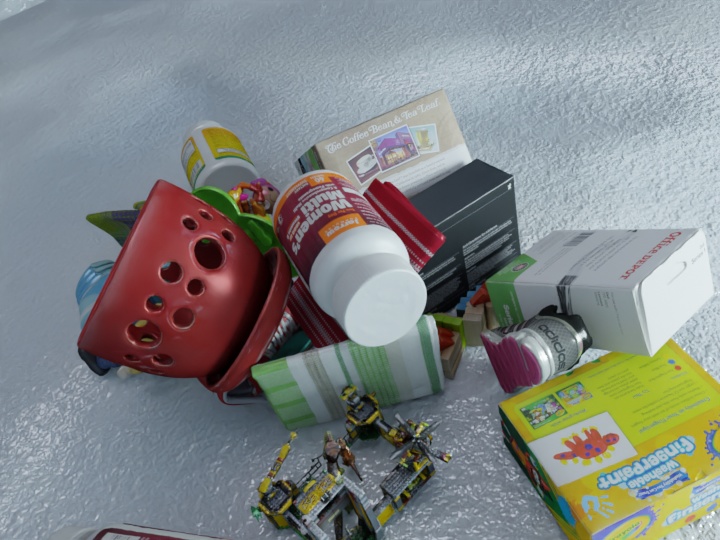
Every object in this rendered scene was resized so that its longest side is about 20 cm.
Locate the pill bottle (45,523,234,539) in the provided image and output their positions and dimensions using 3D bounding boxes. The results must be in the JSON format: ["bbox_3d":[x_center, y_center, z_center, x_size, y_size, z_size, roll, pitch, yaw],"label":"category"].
[{"bbox_3d":[-0.202,0.302,0.675,0.198,0.115,0.115,1,42,19],"label":"pill bottle"}]

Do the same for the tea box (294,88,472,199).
[{"bbox_3d":[0.029,-0.147,1.043,0.199,0.135,0.197,-25,6,-10],"label":"tea box"}]

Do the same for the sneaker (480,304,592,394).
[{"bbox_3d":[0.189,0.082,0.774,0.087,0.200,0.074,-23,83,-6],"label":"sneaker"}]

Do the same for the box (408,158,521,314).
[{"bbox_3d":[0.110,-0.033,0.943,0.199,0.142,0.079,-31,43,-20],"label":"box"}]

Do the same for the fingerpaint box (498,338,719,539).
[{"bbox_3d":[0.265,0.170,0.713,0.199,0.074,0.167,-23,40,-9],"label":"fingerpaint box"}]

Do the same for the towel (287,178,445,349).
[{"bbox_3d":[0.000,0.000,0.848,0.200,0.022,0.145,-51,46,9],"label":"towel"}]

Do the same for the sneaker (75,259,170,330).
[{"bbox_3d":[-0.337,0.010,1.080,0.199,0.080,0.131,-29,43,-17],"label":"sneaker"}]

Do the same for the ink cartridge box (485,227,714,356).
[{"bbox_3d":[0.268,0.018,0.815,0.146,0.085,0.199,-32,20,-31],"label":"ink cartridge box"}]

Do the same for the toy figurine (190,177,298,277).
[{"bbox_3d":[-0.143,-0.072,1.056,0.150,0.200,0.184,-30,17,29],"label":"toy figurine"}]

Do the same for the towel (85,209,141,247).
[{"bbox_3d":[-0.296,-0.045,1.086,0.198,0.144,0.023,3,62,20],"label":"towel"}]

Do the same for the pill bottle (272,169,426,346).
[{"bbox_3d":[-0.015,-0.017,0.766,0.109,0.110,0.200,-24,41,-11],"label":"pill bottle"}]

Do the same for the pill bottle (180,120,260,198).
[{"bbox_3d":[-0.247,-0.181,1.245,0.112,0.113,0.200,-23,41,-10],"label":"pill bottle"}]

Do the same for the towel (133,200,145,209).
[{"bbox_3d":[-0.291,-0.081,1.194,0.086,0.018,0.199,-17,33,-41],"label":"towel"}]

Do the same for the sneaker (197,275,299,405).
[{"bbox_3d":[-0.115,0.093,0.922,0.200,0.072,0.112,-38,41,-14],"label":"sneaker"}]

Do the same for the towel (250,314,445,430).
[{"bbox_3d":[-0.008,0.114,0.804,0.198,0.150,0.031,-15,51,1],"label":"towel"}]

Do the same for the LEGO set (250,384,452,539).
[{"bbox_3d":[-0.017,0.196,0.724,0.199,0.116,0.154,-36,48,-16],"label":"LEGO set"}]

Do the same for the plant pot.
[{"bbox_3d":[-0.189,0.028,0.802,0.201,0.182,0.201,-50,22,29],"label":"plant pot"}]

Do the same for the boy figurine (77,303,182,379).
[{"bbox_3d":[-0.279,0.088,0.946,0.199,0.065,0.125,-17,36,30],"label":"boy figurine"}]

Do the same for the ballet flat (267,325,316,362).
[{"bbox_3d":[-0.050,0.087,0.912,0.072,0.072,0.201,14,47,30],"label":"ballet flat"}]

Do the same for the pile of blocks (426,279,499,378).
[{"bbox_3d":[0.135,0.048,0.902,0.199,0.063,0.082,-37,45,-24],"label":"pile of blocks"}]
